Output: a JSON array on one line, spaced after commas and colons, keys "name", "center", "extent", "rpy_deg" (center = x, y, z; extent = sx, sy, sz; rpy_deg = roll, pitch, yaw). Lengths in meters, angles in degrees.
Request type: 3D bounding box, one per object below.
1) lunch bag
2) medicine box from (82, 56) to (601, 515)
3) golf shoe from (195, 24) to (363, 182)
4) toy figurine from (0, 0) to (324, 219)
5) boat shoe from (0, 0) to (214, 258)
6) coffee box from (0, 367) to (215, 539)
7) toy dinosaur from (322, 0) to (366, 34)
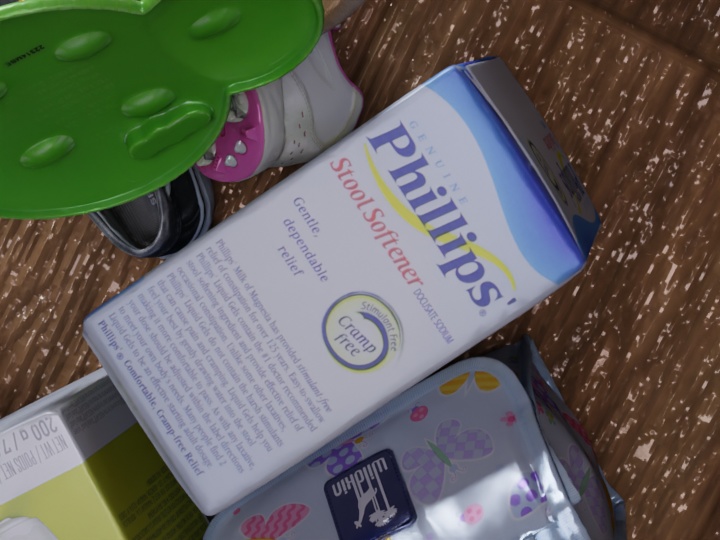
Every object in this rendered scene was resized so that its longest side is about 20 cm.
[{"name": "lunch bag", "center": [0.027, 0.120, 1.012], "extent": [0.169, 0.200, 0.128], "rpy_deg": [-29, 96, 10]}, {"name": "medicine box", "center": [0.000, 0.000, 1.013], "extent": [0.199, 0.182, 0.103], "rpy_deg": [-34, 91, 10]}, {"name": "golf shoe", "center": [-0.064, -0.136, 1.071], "extent": [0.075, 0.091, 0.201], "rpy_deg": [-36, 69, 49]}, {"name": "toy figurine", "center": [-0.122, -0.150, 0.987], "extent": [0.199, 0.150, 0.185], "rpy_deg": [-24, 58, 19]}, {"name": "boat shoe", "center": [-0.133, -0.096, 1.078], "extent": [0.072, 0.071, 0.201], "rpy_deg": [-33, 91, 10]}, {"name": "coffee box", "center": [-0.151, 0.174, 1.046], "extent": [0.199, 0.200, 0.199], "rpy_deg": [-27, 92, 11]}, {"name": "toy dinosaur", "center": [0.017, -0.160, 1.032], "extent": [0.106, 0.060, 0.201], "rpy_deg": [25, 94, -24]}]
